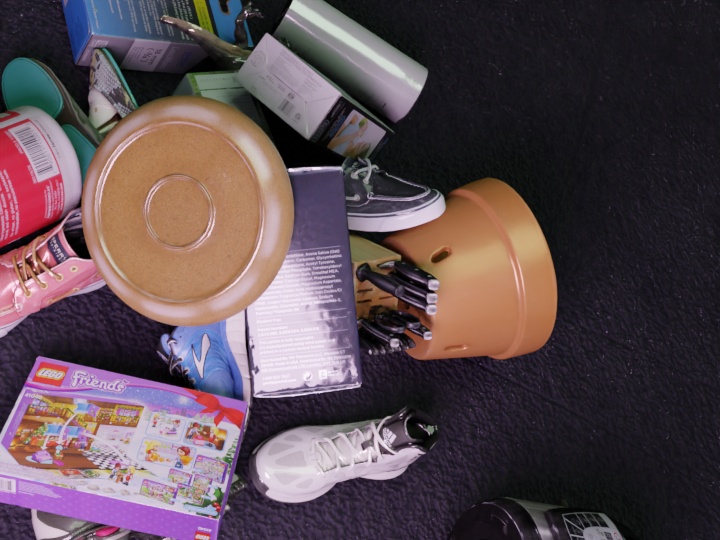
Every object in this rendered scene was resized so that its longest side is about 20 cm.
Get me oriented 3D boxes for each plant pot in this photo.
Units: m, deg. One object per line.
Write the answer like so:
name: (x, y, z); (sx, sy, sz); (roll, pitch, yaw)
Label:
plant pot: (-0.156, -0.051, 0.950); (0.201, 0.200, 0.027); (49, 9, 3)
plant pot: (0.105, 0.011, 1.209); (0.138, 0.201, 0.203); (-15, 71, -21)

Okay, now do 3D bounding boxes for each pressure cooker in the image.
pressure cooker: (0.195, 0.320, 1.080); (0.197, 0.178, 0.179); (15, 86, -26)

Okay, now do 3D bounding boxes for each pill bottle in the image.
pill bottle: (-0.361, -0.067, 0.982); (0.199, 0.112, 0.113); (-32, 82, -42)

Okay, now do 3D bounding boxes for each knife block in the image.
knife block: (0.000, 0.000, 1.141); (0.063, 0.175, 0.203); (-7, 66, -37)

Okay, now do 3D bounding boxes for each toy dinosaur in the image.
toy dinosaur: (-0.128, -0.244, 1.225); (0.200, 0.088, 0.048); (42, 8, -40)

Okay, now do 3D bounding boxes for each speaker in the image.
speaker: (-0.017, -0.270, 1.362); (0.198, 0.081, 0.082); (30, 50, -14)

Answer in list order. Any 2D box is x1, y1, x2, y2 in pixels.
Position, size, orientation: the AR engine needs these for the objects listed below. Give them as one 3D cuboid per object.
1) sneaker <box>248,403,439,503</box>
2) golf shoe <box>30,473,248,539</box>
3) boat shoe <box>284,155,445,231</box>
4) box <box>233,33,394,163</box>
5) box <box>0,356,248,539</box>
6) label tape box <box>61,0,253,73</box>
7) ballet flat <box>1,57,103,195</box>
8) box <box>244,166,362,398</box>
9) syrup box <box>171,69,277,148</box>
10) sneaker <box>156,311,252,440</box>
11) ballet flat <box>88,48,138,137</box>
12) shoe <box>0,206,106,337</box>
sneaker: (-0.008, 0.167, 1.073); (0.198, 0.115, 0.077); (-4, 65, -35)
golf shoe: (-0.191, 0.201, 0.959); (0.198, 0.077, 0.089); (-12, 62, -39)
boat shoe: (-0.004, -0.090, 1.189); (0.072, 0.196, 0.069); (-49, 138, -52)
box: (-0.046, -0.182, 1.212); (0.116, 0.060, 0.200); (41, 8, 18)
box: (-0.205, 0.153, 0.936); (0.196, 0.040, 0.138); (13, 38, -2)
label tape box: (-0.237, -0.302, 1.244); (0.197, 0.063, 0.147); (-2, 65, -35)
ballet flat: (-0.299, -0.135, 1.100); (0.200, 0.067, 0.064); (49, 1, 26)
box: (-0.061, 0.005, 1.036); (0.102, 0.148, 0.204); (-5, 96, -4)
syrup box: (-0.137, -0.111, 1.181); (0.078, 0.081, 0.203); (-11, 71, -36)
sneaker: (-0.154, 0.097, 1.058); (0.087, 0.079, 0.203); (-2, 62, -15)
ballet flat: (-0.246, -0.142, 1.141); (0.072, 0.072, 0.202); (-27, 79, -41)
shoe: (-0.298, -0.003, 0.999); (0.198, 0.091, 0.072); (-25, 77, -41)
